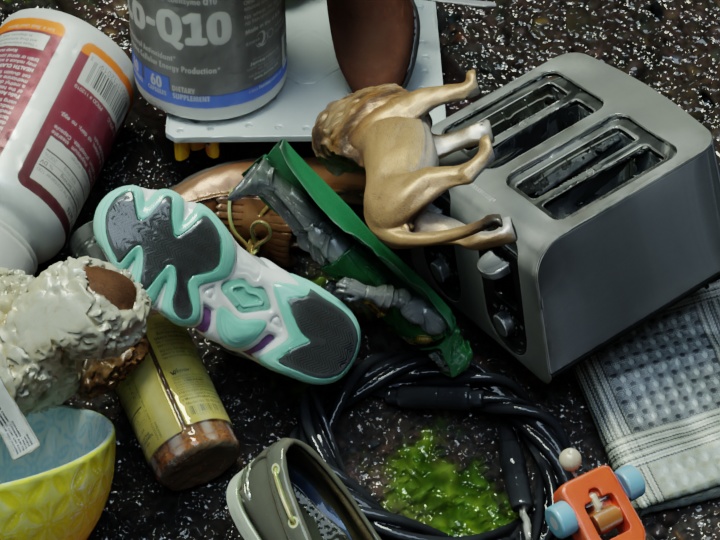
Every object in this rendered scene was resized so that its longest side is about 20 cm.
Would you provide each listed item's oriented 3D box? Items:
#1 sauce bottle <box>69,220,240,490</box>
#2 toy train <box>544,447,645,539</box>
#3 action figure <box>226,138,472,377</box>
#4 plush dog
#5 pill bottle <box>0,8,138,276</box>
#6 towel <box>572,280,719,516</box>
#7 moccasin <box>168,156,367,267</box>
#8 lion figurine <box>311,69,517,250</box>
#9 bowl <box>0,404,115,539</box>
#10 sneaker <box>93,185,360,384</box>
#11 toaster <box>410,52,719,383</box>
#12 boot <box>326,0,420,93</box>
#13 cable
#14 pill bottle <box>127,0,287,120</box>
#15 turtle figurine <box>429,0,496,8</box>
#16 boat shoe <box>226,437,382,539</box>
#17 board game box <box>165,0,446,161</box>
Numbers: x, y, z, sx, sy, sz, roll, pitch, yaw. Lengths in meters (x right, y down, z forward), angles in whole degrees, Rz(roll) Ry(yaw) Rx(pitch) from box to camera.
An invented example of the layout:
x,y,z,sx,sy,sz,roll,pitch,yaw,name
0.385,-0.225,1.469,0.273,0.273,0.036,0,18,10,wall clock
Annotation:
x,y,z,sx,sy,sz,roll,pitch,yaw,name
-0.146,0.053,1.360,0.065,0.066,0.201,-19,62,-12,sauce bottle
0.116,0.215,1.263,0.199,0.056,0.151,-28,77,-23,toy train
0.000,0.000,1.332,0.200,0.118,0.055,41,80,-8,action figure
-0.234,0.051,1.269,0.198,0.172,0.162,20,89,8,plush dog
-0.245,-0.076,1.405,0.113,0.115,0.201,17,60,9,pill bottle
0.249,0.061,1.377,0.198,0.035,0.194,-14,61,-9,towel
-0.059,-0.034,1.413,0.199,0.074,0.078,-5,51,-14,moccasin
0.029,-0.065,1.279,0.121,0.073,0.201,-16,29,6,lion figurine
-0.250,0.163,1.257,0.198,0.200,0.109,-5,103,-4,bowl
-0.103,0.014,1.344,0.199,0.140,0.078,36,81,-13,sneaker
0.148,-0.042,1.358,0.199,0.119,0.181,-29,40,-16,toaster
-0.020,-0.211,1.329,0.068,0.200,0.190,4,92,21,boot
0.047,0.122,1.330,0.163,0.051,0.200,-40,67,-21,cable
-0.108,-0.216,1.367,0.113,0.201,0.114,0,39,0,pill bottle
-0.017,-0.270,1.469,0.192,0.145,0.200,-10,22,-8,turtle figurine
-0.006,0.198,1.253,0.202,0.060,0.072,52,41,9,boat shoe
-0.040,-0.149,1.465,0.198,0.026,0.201,0,39,-1,board game box
